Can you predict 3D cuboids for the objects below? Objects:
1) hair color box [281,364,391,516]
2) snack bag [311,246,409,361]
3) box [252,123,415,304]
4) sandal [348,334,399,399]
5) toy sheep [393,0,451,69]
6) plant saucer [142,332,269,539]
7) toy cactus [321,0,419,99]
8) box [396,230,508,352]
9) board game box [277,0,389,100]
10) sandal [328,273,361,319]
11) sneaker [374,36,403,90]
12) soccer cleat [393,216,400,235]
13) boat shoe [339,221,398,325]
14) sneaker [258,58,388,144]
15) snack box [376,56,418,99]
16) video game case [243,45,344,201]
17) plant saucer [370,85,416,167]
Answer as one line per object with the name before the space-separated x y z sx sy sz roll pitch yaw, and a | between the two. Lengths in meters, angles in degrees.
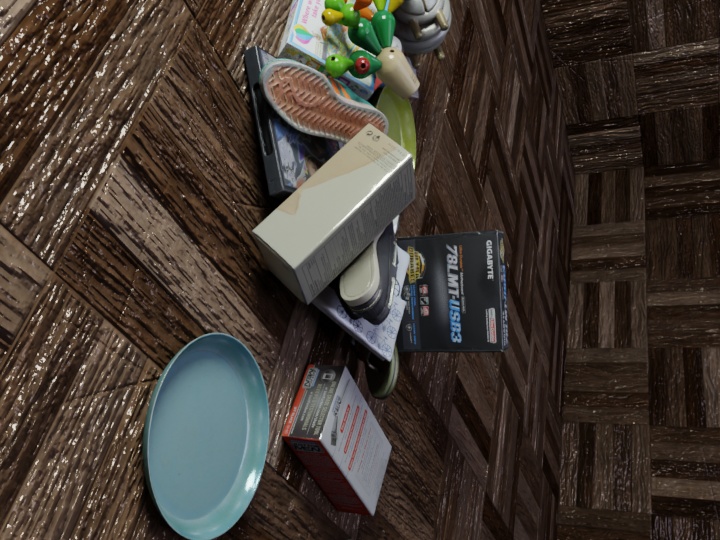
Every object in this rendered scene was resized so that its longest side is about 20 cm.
hair color box | -0.026 0.234 0.937 0.202 0.062 0.112 65 34 -40
snack bag | 0.000 0.000 0.985 0.188 0.021 0.203 40 47 -25
box | -0.027 -0.068 0.823 0.200 0.077 0.096 -44 155 -17
sandal | 0.007 0.093 1.028 0.056 0.079 0.206 -3 74 -33
toy sheep | 0.101 -0.447 1.204 0.201 0.134 0.142 96 -1 -73
plant saucer | -0.158 0.168 0.705 0.199 0.027 0.206 15 74 -63
toy cactus | 0.022 -0.300 0.888 0.165 0.101 0.203 43 39 -25
box | 0.154 0.039 1.189 0.049 0.194 0.206 -1 89 -62
board game box | -0.030 -0.344 0.945 0.132 0.034 0.204 24 59 -23
sandal | -0.048 -0.024 0.904 0.075 0.045 0.203 -8 68 -61
sneaker | 0.004 -0.342 1.047 0.203 0.066 0.109 -58 139 -37
soccer cleat | 0.014 -0.028 0.962 0.068 0.071 0.205 121 -22 -61
boat shoe | 0.016 -0.014 0.883 0.063 0.071 0.203 52 29 -32
sneaker | -0.054 -0.209 0.852 0.198 0.080 0.072 19 109 -45
snack box | 0.059 -0.354 1.233 0.199 0.024 0.074 -18 104 -64
video game case | -0.070 -0.170 0.888 0.199 0.025 0.186 10 67 -63
plant saucer | 0.050 -0.218 1.177 0.199 0.030 0.206 1 90 -65
